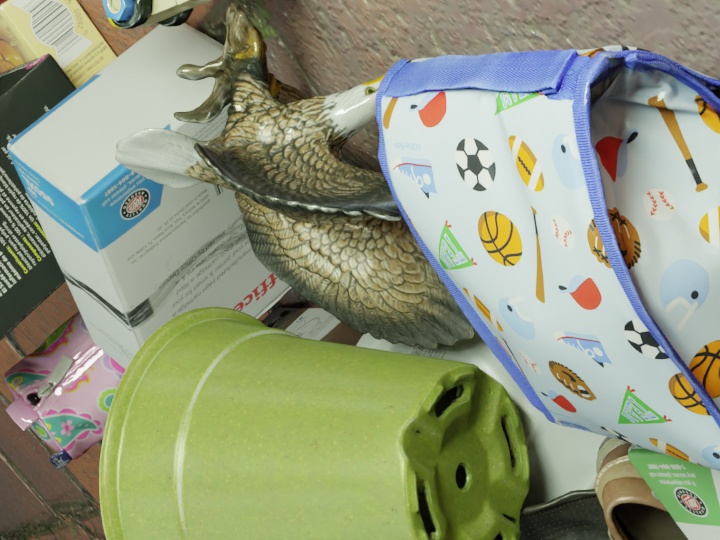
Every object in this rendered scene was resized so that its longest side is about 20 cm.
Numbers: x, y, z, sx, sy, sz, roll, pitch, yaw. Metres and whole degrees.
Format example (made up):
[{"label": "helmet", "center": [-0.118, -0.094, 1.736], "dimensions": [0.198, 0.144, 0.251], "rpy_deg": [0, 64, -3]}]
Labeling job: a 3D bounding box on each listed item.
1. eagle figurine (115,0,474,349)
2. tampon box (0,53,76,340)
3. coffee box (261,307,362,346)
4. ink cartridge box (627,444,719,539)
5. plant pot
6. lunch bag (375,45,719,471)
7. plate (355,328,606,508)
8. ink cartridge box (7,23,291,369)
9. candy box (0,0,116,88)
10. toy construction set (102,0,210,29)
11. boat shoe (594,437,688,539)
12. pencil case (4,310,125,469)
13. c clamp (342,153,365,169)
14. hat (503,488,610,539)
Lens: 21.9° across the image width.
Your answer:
[{"label": "eagle figurine", "center": [-0.025, -0.051, 1.013], "dimensions": [0.151, 0.151, 0.201], "rpy_deg": [-55, 52, 38]}, {"label": "tampon box", "center": [-0.272, -0.030, 1.271], "dimensions": [0.127, 0.200, 0.149], "rpy_deg": [54, 152, -17]}, {"label": "coffee box", "center": [-0.026, 0.093, 1.297], "dimensions": [0.115, 0.080, 0.200], "rpy_deg": [51, 166, -10]}, {"label": "ink cartridge box", "center": [0.246, 0.138, 0.901], "dimensions": [0.201, 0.084, 0.145], "rpy_deg": [53, 158, -11]}, {"label": "plant pot", "center": [-0.012, 0.118, 1.057], "dimensions": [0.189, 0.201, 0.201], "rpy_deg": [-4, 129, 37]}, {"label": "lunch bag", "center": [0.111, -0.022, 0.838], "dimensions": [0.200, 0.124, 0.170], "rpy_deg": [49, 160, -24]}, {"label": "plate", "center": [0.084, 0.077, 1.089], "dimensions": [0.200, 0.032, 0.200], "rpy_deg": [44, 140, 13]}, {"label": "ink cartridge box", "center": [-0.125, -0.038, 1.210], "dimensions": [0.084, 0.144, 0.201], "rpy_deg": [33, 154, 33]}, {"label": "candy box", "center": [-0.202, -0.115, 1.341], "dimensions": [0.201, 0.055, 0.115], "rpy_deg": [56, 155, -17]}, {"label": "toy construction set", "center": [-0.115, -0.202, 1.008], "dimensions": [0.199, 0.092, 0.132], "rpy_deg": [-14, 89, 57]}, {"label": "boat shoe", "center": [0.200, 0.168, 1.000], "dimensions": [0.200, 0.072, 0.076], "rpy_deg": [38, 123, -6]}, {"label": "pencil case", "center": [-0.169, 0.050, 1.363], "dimensions": [0.088, 0.200, 0.087], "rpy_deg": [49, 175, 6]}, {"label": "c clamp", "center": [0.000, 0.000, 1.200], "dimensions": [0.170, 0.027, 0.201], "rpy_deg": [14, 141, 54]}, {"label": "hat", "center": [0.147, 0.214, 1.089], "dimensions": [0.199, 0.081, 0.201], "rpy_deg": [5, 139, 4]}]
